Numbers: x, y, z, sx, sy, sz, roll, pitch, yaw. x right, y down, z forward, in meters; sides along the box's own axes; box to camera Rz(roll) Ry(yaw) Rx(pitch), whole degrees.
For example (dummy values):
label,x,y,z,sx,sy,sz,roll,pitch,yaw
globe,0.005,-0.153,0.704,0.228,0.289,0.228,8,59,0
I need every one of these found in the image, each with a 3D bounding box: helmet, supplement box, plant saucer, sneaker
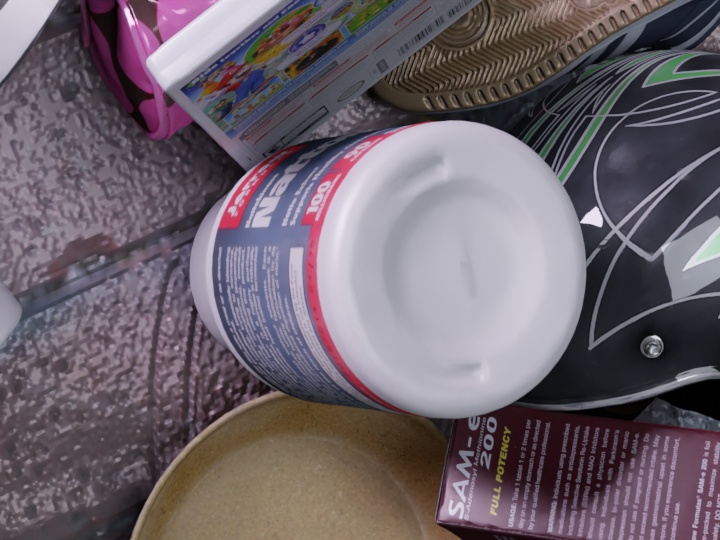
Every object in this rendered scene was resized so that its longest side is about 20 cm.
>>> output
label,x,y,z,sx,sy,sz,roll,pitch,yaw
helmet,0.142,-0.006,1.047,0.190,0.199,0.201,37,75,-35
supplement box,0.144,0.109,0.995,0.198,0.109,0.061,6,74,19
plant saucer,-0.025,0.154,1.049,0.198,0.035,0.202,0,90,-25
sneaker,0.102,-0.125,1.095,0.199,0.108,0.071,-24,81,8

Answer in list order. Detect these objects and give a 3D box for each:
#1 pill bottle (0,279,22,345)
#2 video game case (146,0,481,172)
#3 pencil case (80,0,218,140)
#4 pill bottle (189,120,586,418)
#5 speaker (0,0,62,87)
label,x,y,z,sx,sy,sz,roll,pitch,yaw
pill bottle,-0.234,-0.031,0.902,0.120,0.119,0.200,-43,105,-19
video game case,-0.011,-0.106,0.953,0.143,0.200,0.018,-37,80,1
pencil case,-0.037,-0.143,1.019,0.199,0.091,0.094,-33,60,-22
pill bottle,0.000,0.000,0.971,0.119,0.200,0.121,0,89,-25
speaker,-0.216,-0.161,0.927,0.199,0.081,0.082,35,76,-16
